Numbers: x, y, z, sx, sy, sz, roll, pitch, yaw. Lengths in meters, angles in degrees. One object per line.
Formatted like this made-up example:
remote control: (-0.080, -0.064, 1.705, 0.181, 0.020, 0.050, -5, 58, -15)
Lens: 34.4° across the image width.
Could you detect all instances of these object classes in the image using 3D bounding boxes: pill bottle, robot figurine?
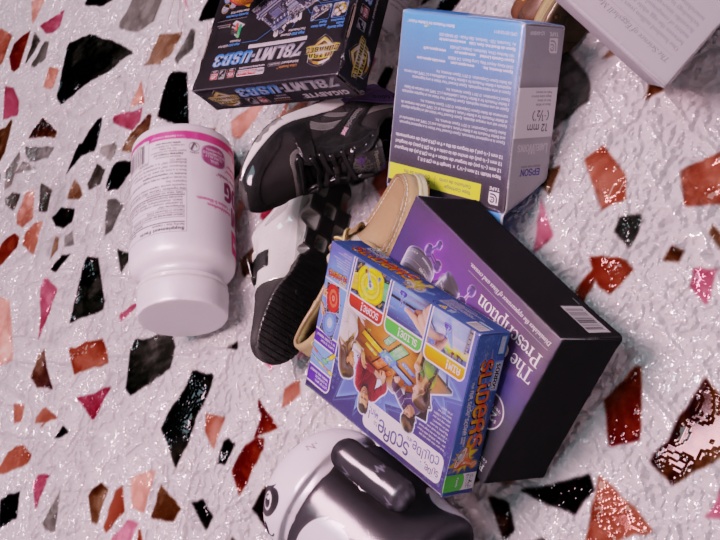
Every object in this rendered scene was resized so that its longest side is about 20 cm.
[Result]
pill bottle: (-0.187, -0.042, 1.228, 0.112, 0.113, 0.203, -20, 60, 32)
robot figurine: (0.009, 0.217, 0.937, 0.199, 0.124, 0.152, 36, 102, 30)

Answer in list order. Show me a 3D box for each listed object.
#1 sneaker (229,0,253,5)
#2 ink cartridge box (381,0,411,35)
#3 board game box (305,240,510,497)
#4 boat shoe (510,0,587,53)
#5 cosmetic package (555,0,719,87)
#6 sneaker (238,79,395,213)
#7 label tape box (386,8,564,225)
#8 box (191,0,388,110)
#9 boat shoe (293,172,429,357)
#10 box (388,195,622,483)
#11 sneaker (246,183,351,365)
sneaker: (-0.071, -0.342, 1.105, 0.077, 0.073, 0.202, 30, 88, 48)
ink cartridge box: (0.017, -0.368, 1.213, 0.144, 0.084, 0.202, 34, 96, 43)
board game box: (0.031, 0.073, 0.944, 0.199, 0.034, 0.137, 33, 117, 48)
boat shoe: (0.203, -0.293, 1.036, 0.068, 0.072, 0.201, 43, 103, 40)
cosmetic package: (0.227, -0.286, 0.916, 0.199, 0.123, 0.200, 41, 101, -1)
sneaker: (-0.024, -0.114, 1.097, 0.087, 0.076, 0.199, 28, 54, 37)
label tape box: (0.099, -0.127, 1.048, 0.142, 0.066, 0.203, 18, 111, 42)
box: (-0.059, -0.261, 1.138, 0.198, 0.049, 0.202, 0, 70, 40)
boat shoe: (0.000, 0.000, 1.051, 0.202, 0.066, 0.074, -66, 22, 15)
box: (0.097, 0.052, 0.952, 0.200, 0.078, 0.143, 48, 125, 41)
sneaker: (-0.075, -0.001, 1.150, 0.088, 0.074, 0.202, -1, 61, 40)
